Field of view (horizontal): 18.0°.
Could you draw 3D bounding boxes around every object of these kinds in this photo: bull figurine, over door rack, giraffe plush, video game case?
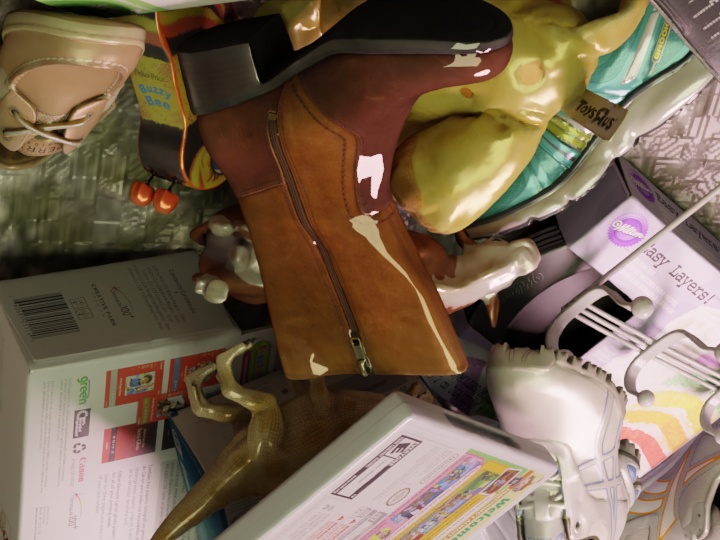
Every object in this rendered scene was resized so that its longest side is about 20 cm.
[{"bbox_3d":[0.000,0.000,1.271,0.200,0.121,0.065,5,94,3],"label":"bull figurine"},{"bbox_3d":[0.227,0.013,1.350,0.148,0.067,0.200,27,118,-29],"label":"over door rack"},{"bbox_3d":[0.031,-0.129,1.185,0.162,0.200,0.173,35,77,-24],"label":"giraffe plush"},{"bbox_3d":[-0.007,0.149,1.266,0.200,0.022,0.182,-40,150,15],"label":"video game case"}]

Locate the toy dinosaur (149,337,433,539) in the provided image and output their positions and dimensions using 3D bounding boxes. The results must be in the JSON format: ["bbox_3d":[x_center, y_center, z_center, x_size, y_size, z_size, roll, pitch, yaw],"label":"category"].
[{"bbox_3d":[-0.053,0.091,1.250,0.200,0.058,0.101,-28,86,-13],"label":"toy dinosaur"}]

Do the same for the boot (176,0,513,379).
[{"bbox_3d":[0.013,-0.031,1.127,0.188,0.068,0.200,-8,114,26],"label":"boot"}]

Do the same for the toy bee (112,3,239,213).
[{"bbox_3d":[-0.087,-0.088,1.228,0.131,0.109,0.200,-4,130,52],"label":"toy bee"}]

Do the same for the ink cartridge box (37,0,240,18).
[{"bbox_3d":[-0.055,-0.206,1.088,0.200,0.084,0.146,-4,87,15],"label":"ink cartridge box"}]

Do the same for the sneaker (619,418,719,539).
[{"bbox_3d":[0.224,0.166,1.517,0.076,0.092,0.200,13,125,-20],"label":"sneaker"}]

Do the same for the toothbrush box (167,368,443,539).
[{"bbox_3d":[-0.021,0.152,1.379,0.146,0.085,0.200,-21,136,-14],"label":"toothbrush box"}]

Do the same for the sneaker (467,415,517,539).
[{"bbox_3d":[0.069,0.150,1.457,0.071,0.073,0.200,16,153,22],"label":"sneaker"}]

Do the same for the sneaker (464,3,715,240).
[{"bbox_3d":[0.121,-0.096,1.314,0.080,0.078,0.200,43,110,-12],"label":"sneaker"}]

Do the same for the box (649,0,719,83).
[{"bbox_3d":[0.226,-0.217,1.165,0.200,0.164,0.086,-36,126,16],"label":"box"}]

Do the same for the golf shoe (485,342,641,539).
[{"bbox_3d":[0.121,0.121,1.364,0.078,0.097,0.200,1,146,26],"label":"golf shoe"}]

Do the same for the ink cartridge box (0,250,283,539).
[{"bbox_3d":[-0.134,0.095,1.382,0.175,0.084,0.200,-9,131,-24],"label":"ink cartridge box"}]

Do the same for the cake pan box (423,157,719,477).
[{"bbox_3d":[0.152,0.041,1.431,0.184,0.052,0.200,-40,125,17],"label":"cake pan box"}]

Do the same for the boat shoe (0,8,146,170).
[{"bbox_3d":[-0.157,-0.090,1.175,0.071,0.200,0.065,8,82,-16],"label":"boat shoe"}]
